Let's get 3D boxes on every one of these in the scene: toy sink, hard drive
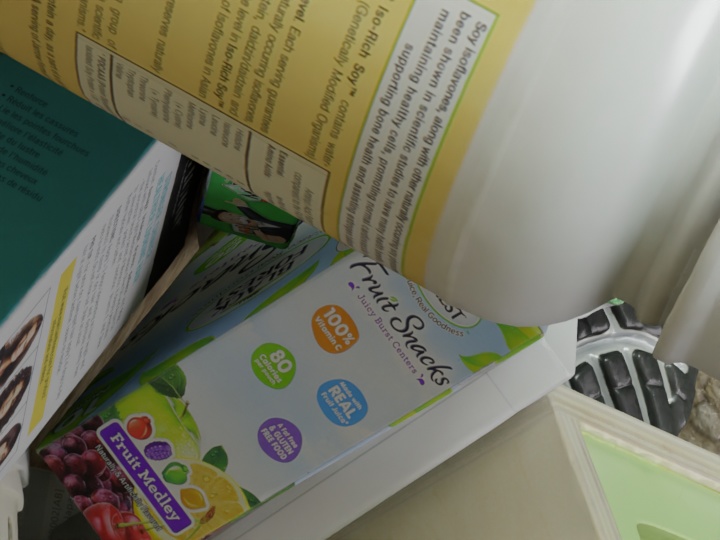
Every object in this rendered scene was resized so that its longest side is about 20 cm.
[{"bbox_3d":[0.080,0.152,0.822,0.112,0.200,0.130,-32,148,24],"label":"toy sink"},{"bbox_3d":[-0.021,0.059,0.849,0.200,0.027,0.132,-35,-170,13],"label":"hard drive"}]

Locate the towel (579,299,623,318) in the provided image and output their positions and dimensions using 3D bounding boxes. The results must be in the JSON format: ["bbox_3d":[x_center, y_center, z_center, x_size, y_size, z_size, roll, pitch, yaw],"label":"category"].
[{"bbox_3d":[0.082,-0.100,0.944,0.200,0.023,0.153,-108,-147,-44],"label":"towel"}]

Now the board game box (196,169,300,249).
[{"bbox_3d":[0.001,-0.117,0.715,0.135,0.029,0.201,120,-15,-75],"label":"board game box"}]

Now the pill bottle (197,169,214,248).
[{"bbox_3d":[0.021,-0.041,1.075,0.114,0.114,0.200,-64,172,25],"label":"pill bottle"}]

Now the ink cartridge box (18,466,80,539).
[{"bbox_3d":[-0.055,0.165,0.977,0.050,0.200,0.163,-14,-115,63],"label":"ink cartridge box"}]

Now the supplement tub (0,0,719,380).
[{"bbox_3d":[0.009,-0.080,0.469,0.146,0.200,0.145,-59,173,-12],"label":"supplement tub"}]

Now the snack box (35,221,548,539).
[{"bbox_3d":[0.000,0.000,0.814,0.142,0.053,0.200,-34,-170,22],"label":"snack box"}]

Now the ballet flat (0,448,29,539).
[{"bbox_3d":[-0.128,0.092,0.740,0.200,0.062,0.067,-59,173,-16],"label":"ballet flat"}]

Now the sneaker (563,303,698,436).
[{"bbox_3d":[0.032,0.051,0.966,0.200,0.078,0.090,-26,-167,-29],"label":"sneaker"}]

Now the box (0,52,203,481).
[{"bbox_3d":[-0.103,0.017,0.667,0.200,0.049,0.082,-55,169,-42],"label":"box"}]
